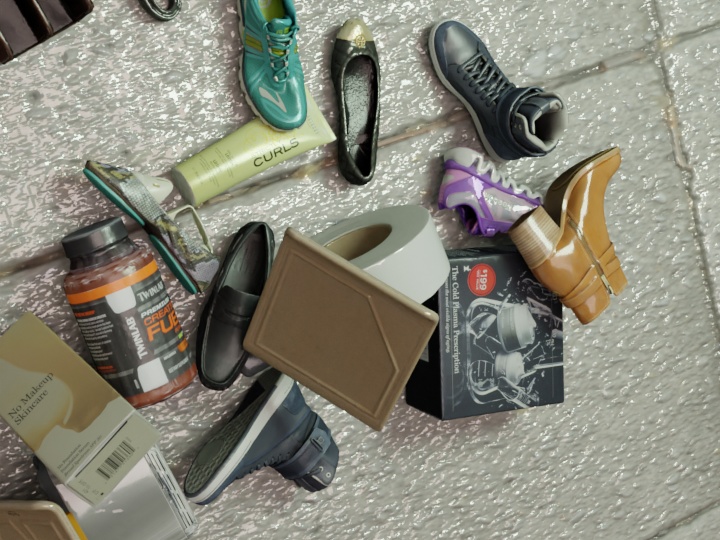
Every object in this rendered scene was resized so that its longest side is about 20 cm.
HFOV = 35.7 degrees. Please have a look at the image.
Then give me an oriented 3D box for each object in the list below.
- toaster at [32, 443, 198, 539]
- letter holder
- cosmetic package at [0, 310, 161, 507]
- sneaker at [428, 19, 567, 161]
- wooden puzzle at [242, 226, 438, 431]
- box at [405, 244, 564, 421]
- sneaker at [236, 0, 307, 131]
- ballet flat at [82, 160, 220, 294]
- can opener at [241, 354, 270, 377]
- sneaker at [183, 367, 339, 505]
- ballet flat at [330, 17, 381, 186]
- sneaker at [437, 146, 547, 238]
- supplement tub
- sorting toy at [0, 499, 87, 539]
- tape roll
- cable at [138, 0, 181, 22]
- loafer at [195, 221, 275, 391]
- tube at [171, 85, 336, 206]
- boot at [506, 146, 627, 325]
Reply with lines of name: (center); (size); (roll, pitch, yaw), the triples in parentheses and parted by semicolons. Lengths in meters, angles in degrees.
toaster: (-0.268, 0.260, 1.251); (0.128, 0.114, 0.202); (-28, 106, -14)
letter holder: (-0.370, -0.328, 1.139); (0.100, 0.142, 0.201); (-34, 107, -17)
cosmetic package: (-0.315, 0.142, 1.177); (0.105, 0.199, 0.071); (-48, 148, -14)
sneaker: (0.173, -0.226, 1.374); (0.077, 0.146, 0.203); (-39, 107, -13)
wooden puzzle: (-0.024, 0.063, 1.201); (0.184, 0.201, 0.037); (31, 42, 8)
box: (0.157, 0.073, 1.424); (0.180, 0.104, 0.202); (-6, 97, -24)
sneaker: (-0.102, -0.260, 1.288); (0.077, 0.080, 0.202); (-13, 95, -20)
ballet flat: (-0.228, -0.064, 1.267); (0.072, 0.072, 0.201); (-45, 115, -13)
can opener: (-0.058, 0.083, 1.361); (0.199, 0.053, 0.067); (-29, 105, -17)
sneaker: (-0.107, 0.232, 1.317); (0.147, 0.077, 0.203); (56, 50, -20)
ballet flat: (0.002, -0.204, 1.357); (0.066, 0.057, 0.202); (-6, 97, -23)
sneaker: (0.177, -0.074, 1.431); (0.199, 0.080, 0.089); (29, 78, -17)
supplement tub: (-0.262, 0.046, 1.241); (0.106, 0.107, 0.202); (-24, 104, -19)
sorting toy: (-0.327, 0.318, 1.207); (0.036, 0.184, 0.201); (-45, 113, -40)
tape roll: (0.000, 0.000, 1.297); (0.201, 0.202, 0.071); (-31, 110, -17)
cable: (-0.270, -0.370, 1.246); (0.200, 0.050, 0.098); (45, 60, -33)
loafer: (-0.144, 0.037, 1.288); (0.067, 0.070, 0.203); (17, 75, -8)
tube: (-0.126, -0.145, 1.314); (0.199, 0.052, 0.058); (-31, 134, -22)
boot: (0.288, -0.045, 1.388); (0.200, 0.074, 0.155); (-42, 97, -17)
